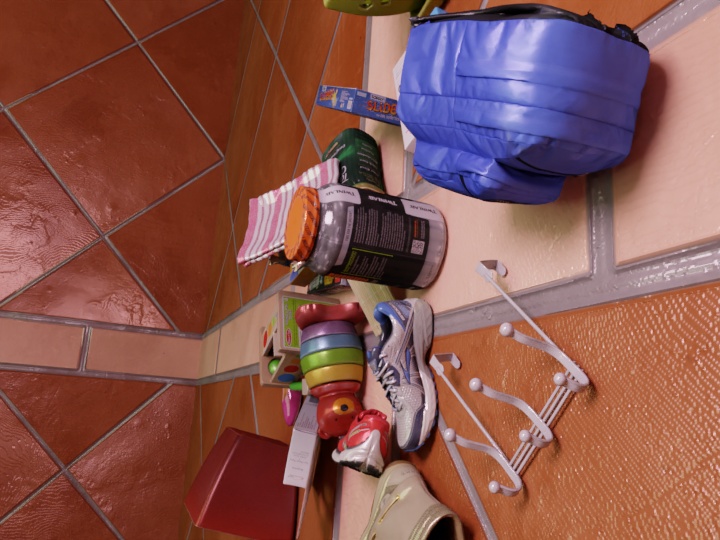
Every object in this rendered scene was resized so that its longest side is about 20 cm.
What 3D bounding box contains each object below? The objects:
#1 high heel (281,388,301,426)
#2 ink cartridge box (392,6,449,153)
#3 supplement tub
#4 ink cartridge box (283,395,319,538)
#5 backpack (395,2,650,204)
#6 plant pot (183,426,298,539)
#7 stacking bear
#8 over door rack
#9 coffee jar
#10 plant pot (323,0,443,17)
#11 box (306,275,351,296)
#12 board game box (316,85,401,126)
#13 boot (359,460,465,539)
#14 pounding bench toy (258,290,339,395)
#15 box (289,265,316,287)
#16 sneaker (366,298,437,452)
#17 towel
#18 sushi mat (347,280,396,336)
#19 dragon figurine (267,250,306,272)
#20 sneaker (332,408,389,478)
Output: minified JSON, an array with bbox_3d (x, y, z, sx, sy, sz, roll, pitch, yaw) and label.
[{"bbox_3d":[-0.176,0.230,1.282,0.067,0.095,0.203,143,132,-59],"label":"high heel"},{"bbox_3d":[0.107,-0.229,0.784,0.116,0.066,0.202,-47,39,46],"label":"ink cartridge box"},{"bbox_3d":[0.004,-0.047,0.801,0.122,0.197,0.124,-170,90,-68],"label":"supplement tub"},{"bbox_3d":[-0.098,0.326,1.028,0.200,0.043,0.176,-68,-10,-85],"label":"ink cartridge box"},{"bbox_3d":[0.150,-0.145,0.544,0.199,0.161,0.170,21,110,55],"label":"backpack"},{"bbox_3d":[-0.230,0.434,1.235,0.199,0.198,0.179,-16,55,66],"label":"plant pot"},{"bbox_3d":[-0.042,0.166,0.967,0.114,0.120,0.203,129,137,-61],"label":"stacking bear"},{"bbox_3d":[0.129,0.100,0.609,0.201,0.066,0.149,-114,39,-54],"label":"over door rack"},{"bbox_3d":[-0.009,-0.142,1.017,0.104,0.085,0.202,-43,41,33],"label":"coffee jar"},{"bbox_3d":[0.058,-0.500,0.876,0.200,0.179,0.202,131,143,-53],"label":"plant pot"},{"bbox_3d":[-0.049,-0.027,1.143,0.200,0.039,0.139,164,114,-66],"label":"box"},{"bbox_3d":[0.019,-0.256,0.937,0.200,0.134,0.035,-137,59,-64],"label":"board game box"},{"bbox_3d":[0.055,0.345,0.688,0.155,0.072,0.203,-167,92,-71],"label":"boot"},{"bbox_3d":[-0.114,0.170,1.113,0.157,0.123,0.202,122,149,-45],"label":"pounding bench toy"},{"bbox_3d":[-0.090,-0.058,1.152,0.200,0.041,0.121,135,139,-59],"label":"box"},{"bbox_3d":[0.045,0.133,0.781,0.077,0.084,0.203,138,136,-57],"label":"sneaker"},{"bbox_3d":[-0.121,-0.098,0.990,0.198,0.030,0.148,-23,44,29],"label":"towel"},{"bbox_3d":[0.000,0.000,0.920,0.202,0.012,0.096,63,149,10],"label":"sushi mat"},{"bbox_3d":[-0.091,-0.028,1.029,0.198,0.099,0.060,5,94,35],"label":"dragon figurine"},{"bbox_3d":[0.011,0.238,0.831,0.200,0.076,0.086,117,175,-71],"label":"sneaker"}]
